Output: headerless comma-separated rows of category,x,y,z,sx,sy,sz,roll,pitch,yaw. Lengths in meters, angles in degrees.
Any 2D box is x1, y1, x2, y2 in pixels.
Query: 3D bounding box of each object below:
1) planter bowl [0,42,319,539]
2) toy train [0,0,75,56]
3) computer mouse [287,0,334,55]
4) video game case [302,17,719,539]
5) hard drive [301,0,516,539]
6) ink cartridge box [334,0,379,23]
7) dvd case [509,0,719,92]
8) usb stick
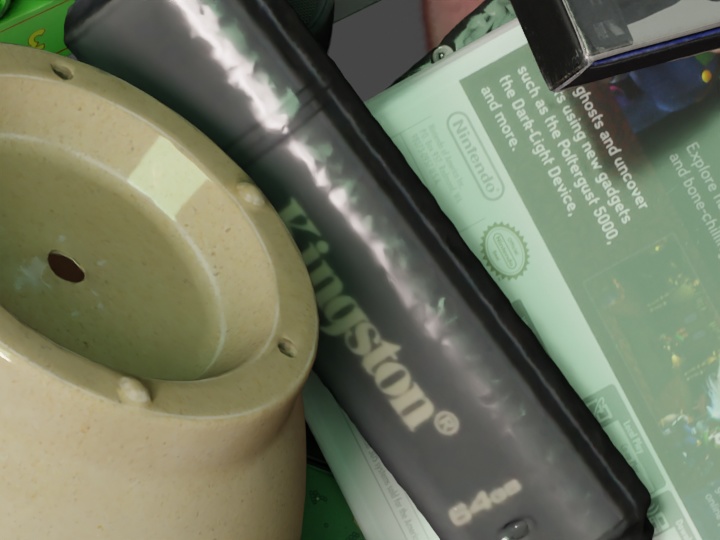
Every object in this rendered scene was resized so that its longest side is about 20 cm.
planter bowl,-0.091,0.033,0.689,0.200,0.200,0.135,46,123,11
toy train,-0.150,-0.047,0.754,0.199,0.057,0.042,-28,58,-25
computer mouse,-0.025,-0.092,0.748,0.058,0.034,0.201,22,113,8
video game case,0.079,0.025,0.777,0.181,0.023,0.201,-28,79,6
hard drive,0.021,0.030,0.815,0.200,0.038,0.140,-41,79,2
ink cartridge box,-0.025,-0.179,0.823,0.145,0.084,0.201,-26,80,6
dvd case,0.103,-0.138,0.768,0.199,0.025,0.151,-16,78,-33
usb stick,0.000,0.000,0.737,0.055,0.033,0.200,-34,97,22
